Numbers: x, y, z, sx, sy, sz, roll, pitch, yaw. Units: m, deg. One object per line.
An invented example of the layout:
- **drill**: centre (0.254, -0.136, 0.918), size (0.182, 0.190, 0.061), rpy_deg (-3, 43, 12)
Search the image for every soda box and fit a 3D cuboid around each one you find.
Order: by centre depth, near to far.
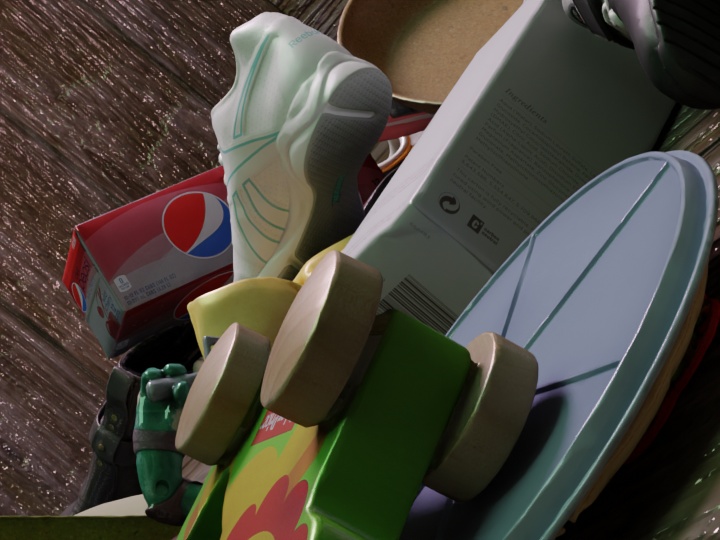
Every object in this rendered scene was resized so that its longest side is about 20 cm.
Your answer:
- **soda box**: centre (-0.080, -0.023, 0.989), size (0.199, 0.064, 0.070), rpy_deg (-26, -18, -29)

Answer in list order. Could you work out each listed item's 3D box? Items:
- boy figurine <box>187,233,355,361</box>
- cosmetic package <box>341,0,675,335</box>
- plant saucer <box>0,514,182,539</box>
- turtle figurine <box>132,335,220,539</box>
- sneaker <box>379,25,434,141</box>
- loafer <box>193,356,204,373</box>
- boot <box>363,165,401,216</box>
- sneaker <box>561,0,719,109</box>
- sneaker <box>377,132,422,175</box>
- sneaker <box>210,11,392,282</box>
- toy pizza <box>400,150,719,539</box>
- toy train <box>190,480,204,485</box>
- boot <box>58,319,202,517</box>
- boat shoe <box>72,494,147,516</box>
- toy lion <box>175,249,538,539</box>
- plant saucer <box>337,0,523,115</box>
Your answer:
- **boy figurine**: centre (0.000, 0.000, 0.802), size (0.199, 0.065, 0.124), rpy_deg (-32, -4, -24)
- **cosmetic package**: centre (0.068, -0.045, 0.710), size (0.201, 0.081, 0.113), rpy_deg (-55, 6, -36)
- **plant saucer**: centre (-0.146, 0.184, 0.697), size (0.201, 0.198, 0.048), rpy_deg (-54, 48, 32)
- **turtle figurine**: centre (-0.055, 0.116, 0.614), size (0.199, 0.149, 0.101), rpy_deg (-33, -48, -28)
- **sneaker**: centre (0.066, -0.116, 1.036), size (0.199, 0.074, 0.087), rpy_deg (-25, -35, -21)
- **loafer**: centre (-0.041, 0.084, 0.856), size (0.200, 0.075, 0.069), rpy_deg (-175, 84, -73)
- **boot**: centre (0.016, -0.013, 1.003), size (0.189, 0.068, 0.200), rpy_deg (-57, 6, -37)
- **sneaker**: centre (0.118, -0.113, 0.639), size (0.089, 0.074, 0.201), rpy_deg (-47, 20, 37)
- **sneaker**: centre (-0.004, -0.019, 1.165), size (0.201, 0.079, 0.078), rpy_deg (-55, 6, -9)
- **sneaker**: centre (-0.040, -0.050, 0.834), size (0.070, 0.080, 0.201), rpy_deg (-31, -27, -35)
- **toy pizza**: centre (0.047, 0.051, 0.489), size (0.201, 0.032, 0.200), rpy_deg (-53, 9, 12)
- **toy train**: centre (-0.108, 0.183, 0.901), size (0.034, 0.046, 0.200), rpy_deg (-47, 8, 28)
- **boot**: centre (-0.121, 0.111, 1.001), size (0.176, 0.069, 0.200), rpy_deg (-67, -13, 15)
- **boat shoe**: centre (-0.128, 0.157, 0.774), size (0.071, 0.198, 0.063), rpy_deg (31, 124, 53)
- **toy lion**: centre (-0.033, 0.101, 0.455), size (0.193, 0.068, 0.200), rpy_deg (-65, 11, -17)
- **plant saucer**: centre (0.085, -0.147, 0.956), size (0.198, 0.036, 0.201), rpy_deg (-11, 40, 10)
